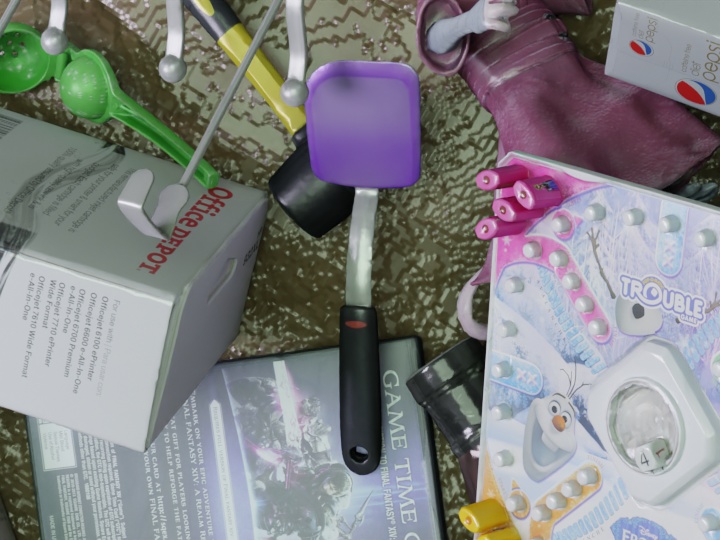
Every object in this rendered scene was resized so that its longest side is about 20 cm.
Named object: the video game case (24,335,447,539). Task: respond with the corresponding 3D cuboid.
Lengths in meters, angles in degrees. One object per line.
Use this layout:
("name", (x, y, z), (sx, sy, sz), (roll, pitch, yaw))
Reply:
("video game case", (-0.059, 0.115, 1.387), (0.198, 0.019, 0.144), (-8, 90, 9))

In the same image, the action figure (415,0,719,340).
("action figure", (0.080, -0.093, 1.339), (0.201, 0.133, 0.149), (59, 142, 17))

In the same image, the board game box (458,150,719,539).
("board game box", (0.121, 0.067, 1.223), (0.199, 0.026, 0.202), (19, 113, 43))

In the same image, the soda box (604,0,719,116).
("soda box", (0.175, -0.172, 1.279), (0.068, 0.064, 0.201), (20, 64, 9))

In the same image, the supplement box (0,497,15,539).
("supplement box", (-0.241, 0.129, 1.389), (0.125, 0.074, 0.201), (-22, 87, 8))

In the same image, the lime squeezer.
("lime squeezer", (-0.151, -0.091, 1.374), (0.199, 0.071, 0.038), (18, 107, 8))

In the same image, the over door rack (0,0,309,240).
("over door rack", (-0.105, -0.093, 1.297), (0.147, 0.067, 0.200), (13, 52, 27))

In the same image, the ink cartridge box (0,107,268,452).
("ink cartridge box", (-0.161, -0.007, 1.332), (0.199, 0.145, 0.084), (17, 114, 9))

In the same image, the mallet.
("mallet", (-0.051, -0.114, 1.376), (0.066, 0.041, 0.201), (-33, 82, 10))

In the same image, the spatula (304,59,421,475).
("spatula", (0.000, 0.000, 1.340), (0.056, 0.021, 0.202), (4, 103, 14))

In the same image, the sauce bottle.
("sauce bottle", (0.093, 0.123, 1.340), (0.066, 0.066, 0.201), (-34, 83, 8))
